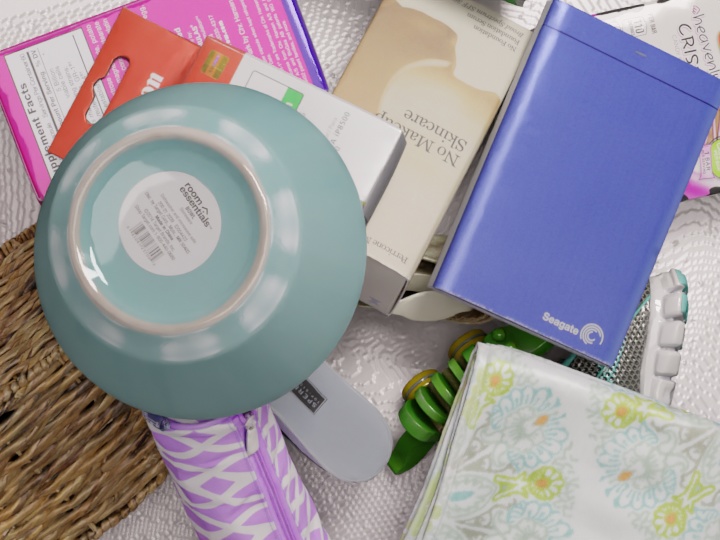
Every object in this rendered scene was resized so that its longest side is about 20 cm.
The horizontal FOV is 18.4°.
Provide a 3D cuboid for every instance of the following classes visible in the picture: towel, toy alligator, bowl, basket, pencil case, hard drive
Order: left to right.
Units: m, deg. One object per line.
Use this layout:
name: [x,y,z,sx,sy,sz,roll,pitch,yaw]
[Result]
basket: [-0.207,0.083,1.441,0.200,0.149,0.143,-39,126,-6]
bowl: [-0.100,-0.016,1.262,0.200,0.105,0.202,0,86,6]
pencil case: [-0.073,0.128,1.395,0.085,0.200,0.084,18,55,32]
toy alligator: [0.086,0.062,1.455,0.200,0.054,0.059,-41,63,10]
towel: [0.136,0.154,1.414,0.199,0.048,0.172,20,92,-3]
hard drive: [0.141,-0.055,1.427,0.132,0.025,0.201,24,86,-14]

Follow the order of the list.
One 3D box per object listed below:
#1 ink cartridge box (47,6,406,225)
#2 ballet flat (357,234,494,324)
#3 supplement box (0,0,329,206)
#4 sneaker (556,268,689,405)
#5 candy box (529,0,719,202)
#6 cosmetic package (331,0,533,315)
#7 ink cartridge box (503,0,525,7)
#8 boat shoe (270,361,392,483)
ink cartridge box: [-0.084,-0.077,1.343,0.200,0.050,0.109,27,86,7]
ballet flat: [0.000,0.000,1.457,0.199,0.062,0.068,4,128,-6]
supplement box: [-0.132,-0.122,1.433,0.199,0.101,0.104,-20,91,-6]
sneaker: [0.163,0.093,1.487,0.091,0.078,0.201,10,84,10]
candy box: [0.217,-0.116,1.489,0.199,0.061,0.137,-14,92,-9]
cosmetic package: [0.023,-0.085,1.431,0.105,0.071,0.200,26,67,0]
ink cartridge box: [0.036,-0.273,1.436,0.199,0.083,0.147,21,98,6]
boat shoe: [-0.058,0.057,1.451,0.199,0.068,0.074,44,76,-13]
